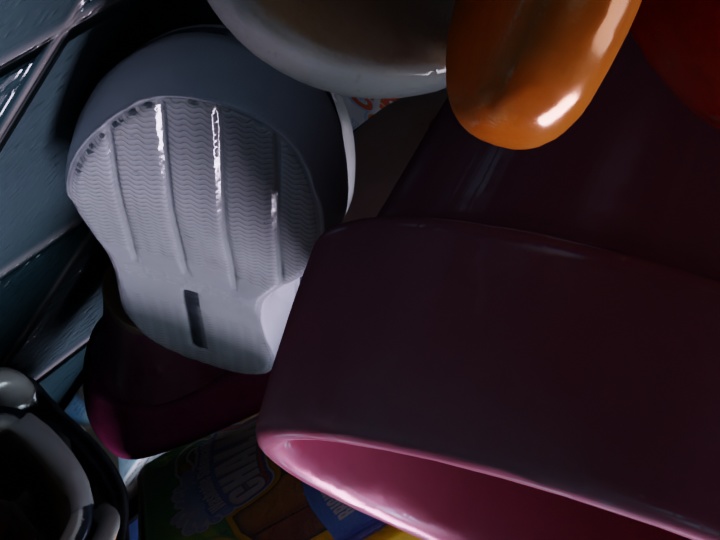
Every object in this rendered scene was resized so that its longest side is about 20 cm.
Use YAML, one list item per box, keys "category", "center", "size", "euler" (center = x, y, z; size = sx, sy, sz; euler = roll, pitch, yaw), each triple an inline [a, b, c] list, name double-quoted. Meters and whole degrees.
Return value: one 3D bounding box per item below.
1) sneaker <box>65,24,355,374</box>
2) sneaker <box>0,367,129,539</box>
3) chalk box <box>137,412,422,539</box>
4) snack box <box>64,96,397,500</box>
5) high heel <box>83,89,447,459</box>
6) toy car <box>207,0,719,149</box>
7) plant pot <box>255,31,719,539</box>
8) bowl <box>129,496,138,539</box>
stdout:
- category: "sneaker"
  center: [-0.035, -0.033, 0.684]
  size: [0.200, 0.073, 0.071]
  euler: [113, -4, -73]
- category: "sneaker"
  center: [-0.102, 0.075, 0.773]
  size: [0.079, 0.079, 0.200]
  euler: [-43, 174, 15]
- category: "chalk box"
  center: [0.004, 0.110, 0.822]
  size: [0.199, 0.124, 0.125]
  euler: [-28, -156, 4]
- category: "snack box"
  center: [-0.046, 0.010, 0.954]
  size: [0.200, 0.037, 0.116]
  euler: [-53, 172, 36]
- category: "high heel"
  center: [0.000, 0.000, 0.846]
  size: [0.199, 0.068, 0.096]
  euler: [-17, 152, -17]
- category: "toy car"
  center: [0.068, -0.102, 0.493]
  size: [0.200, 0.150, 0.175]
  euler: [-45, 173, -27]
- category: "plant pot"
  center: [0.095, -0.009, 0.619]
  size: [0.200, 0.199, 0.180]
  euler: [102, 8, -79]
- category: "bowl"
  center: [-0.107, 0.124, 1.029]
  size: [0.200, 0.039, 0.201]
  euler: [-35, -177, 2]
